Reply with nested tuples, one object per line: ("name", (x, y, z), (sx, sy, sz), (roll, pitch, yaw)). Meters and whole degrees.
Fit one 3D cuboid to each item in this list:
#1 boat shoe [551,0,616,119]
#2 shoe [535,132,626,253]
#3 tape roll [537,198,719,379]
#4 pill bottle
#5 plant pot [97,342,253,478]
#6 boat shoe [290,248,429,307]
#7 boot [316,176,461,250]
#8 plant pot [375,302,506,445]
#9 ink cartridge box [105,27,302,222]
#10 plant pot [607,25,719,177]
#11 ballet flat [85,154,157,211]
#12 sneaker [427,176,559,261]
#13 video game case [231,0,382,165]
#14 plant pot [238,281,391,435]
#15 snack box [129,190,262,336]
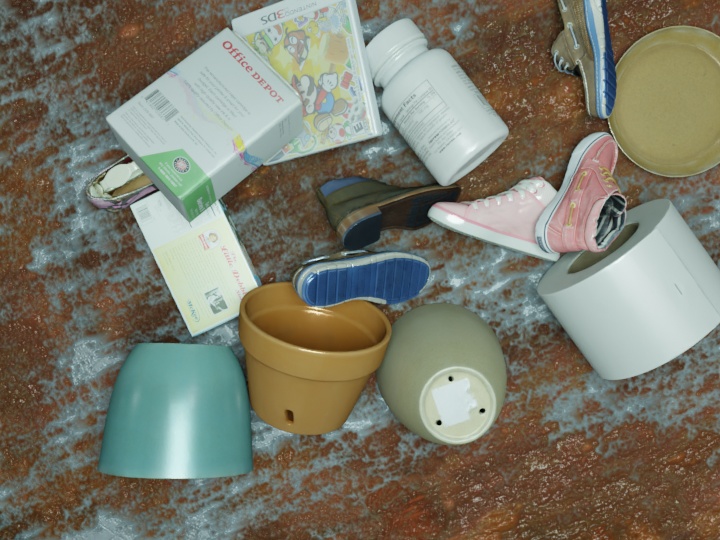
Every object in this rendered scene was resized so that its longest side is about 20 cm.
("boat shoe", (0.296, -0.296, 1.007), (0.072, 0.072, 0.203), (-8, 79, 29))
("shoe", (0.310, -0.102, 0.979), (0.072, 0.090, 0.201), (50, 63, -32))
("tape roll", (0.349, 0.024, 0.970), (0.202, 0.203, 0.140), (-37, 95, 3))
("pill bottle", (0.091, -0.222, 0.987), (0.114, 0.114, 0.201), (-37, 84, 3))
("plant pot", (-0.236, 0.178, 0.991), (0.198, 0.201, 0.163), (2, 82, 0))
("boat shoe", (0.000, 0.000, 1.016), (0.198, 0.072, 0.073), (-2, 113, -30))
("boot", (0.038, -0.103, 1.019), (0.198, 0.075, 0.097), (-20, 54, -28))
("plant pot", (0.113, 0.149, 0.981), (0.185, 0.200, 0.190), (0, 95, 1))
("ink cartridge box", (-0.190, -0.184, 0.951), (0.200, 0.088, 0.145), (-43, 80, -14))
("plant pot", (0.432, -0.229, 1.034), (0.197, 0.027, 0.203), (0, 95, 1))
("ballet flat", (-0.284, -0.144, 1.019), (0.199, 0.071, 0.070), (-32, 91, 2))
("sneaker", (0.191, -0.086, 1.017), (0.198, 0.075, 0.106), (15, 95, -15))
("video game case", (-0.073, -0.257, 0.998), (0.180, 0.023, 0.203), (-10, 96, 26))
("plant pot", (-0.070, 0.119, 0.993), (0.198, 0.200, 0.142), (13, 111, -1))
("snack box", (-0.222, -0.024, 1.047), (0.115, 0.037, 0.202), (-24, 95, 2))
